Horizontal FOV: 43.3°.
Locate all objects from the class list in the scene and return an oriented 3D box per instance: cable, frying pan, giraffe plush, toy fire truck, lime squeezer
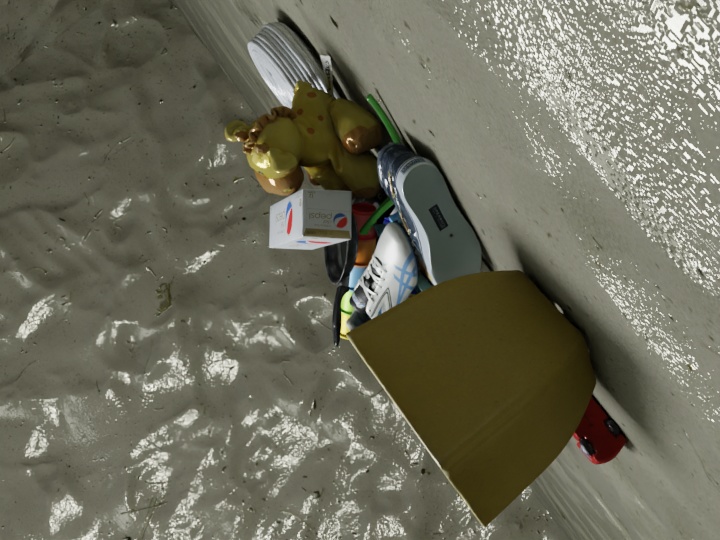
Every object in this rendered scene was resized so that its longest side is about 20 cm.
[{"bbox_3d":[-0.093,-0.284,1.381,0.200,0.069,0.200,55,177,-13],"label":"cable"},{"bbox_3d":[-0.022,-0.007,1.218,0.115,0.031,0.191,115,150,-52],"label":"frying pan"},{"bbox_3d":[-0.080,-0.165,1.209,0.172,0.162,0.201,3,118,51],"label":"giraffe plush"},{"bbox_3d":[0.252,0.161,1.158,0.200,0.049,0.141,53,177,18],"label":"toy fire truck"},{"bbox_3d":[0.039,-0.131,1.147,0.038,0.070,0.201,-66,-17,-50],"label":"lime squeezer"}]

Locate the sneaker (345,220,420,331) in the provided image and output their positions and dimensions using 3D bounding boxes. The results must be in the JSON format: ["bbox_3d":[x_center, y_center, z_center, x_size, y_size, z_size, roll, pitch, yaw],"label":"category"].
[{"bbox_3d":[0.027,0.019,1.193,0.072,0.072,0.200,53,147,32],"label":"sneaker"}]

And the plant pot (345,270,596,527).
[{"bbox_3d":[0.138,0.116,0.981,0.194,0.200,0.196,52,177,37],"label":"plant pot"}]

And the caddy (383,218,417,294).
[{"bbox_3d":[0.077,-0.007,1.427,0.200,0.105,0.142,33,159,25],"label":"caddy"}]

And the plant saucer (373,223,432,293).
[{"bbox_3d":[0.081,0.018,1.222,0.200,0.019,0.070,54,177,28],"label":"plant saucer"}]

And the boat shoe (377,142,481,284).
[{"bbox_3d":[0.085,-0.066,1.111,0.201,0.071,0.091,65,173,-34],"label":"boat shoe"}]

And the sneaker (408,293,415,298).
[{"bbox_3d":[0.074,0.069,1.324,0.200,0.090,0.079,-145,61,-69],"label":"sneaker"}]

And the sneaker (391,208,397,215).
[{"bbox_3d":[0.004,-0.145,1.453,0.200,0.074,0.087,53,-178,38],"label":"sneaker"}]

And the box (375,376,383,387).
[{"bbox_3d":[0.125,0.133,1.410,0.050,0.200,0.158,45,173,32],"label":"box"}]

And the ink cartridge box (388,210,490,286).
[{"bbox_3d":[0.123,0.002,1.210,0.200,0.068,0.115,54,178,13],"label":"ink cartridge box"}]

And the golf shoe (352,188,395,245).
[{"bbox_3d":[0.011,-0.122,1.342,0.078,0.094,0.201,-3,-88,-73],"label":"golf shoe"}]

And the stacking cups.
[{"bbox_3d":[0.000,0.000,1.307,0.061,0.060,0.201,-130,42,-55],"label":"stacking cups"}]

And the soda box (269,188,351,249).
[{"bbox_3d":[-0.071,-0.066,1.230,0.200,0.068,0.064,170,101,-72],"label":"soda box"}]
